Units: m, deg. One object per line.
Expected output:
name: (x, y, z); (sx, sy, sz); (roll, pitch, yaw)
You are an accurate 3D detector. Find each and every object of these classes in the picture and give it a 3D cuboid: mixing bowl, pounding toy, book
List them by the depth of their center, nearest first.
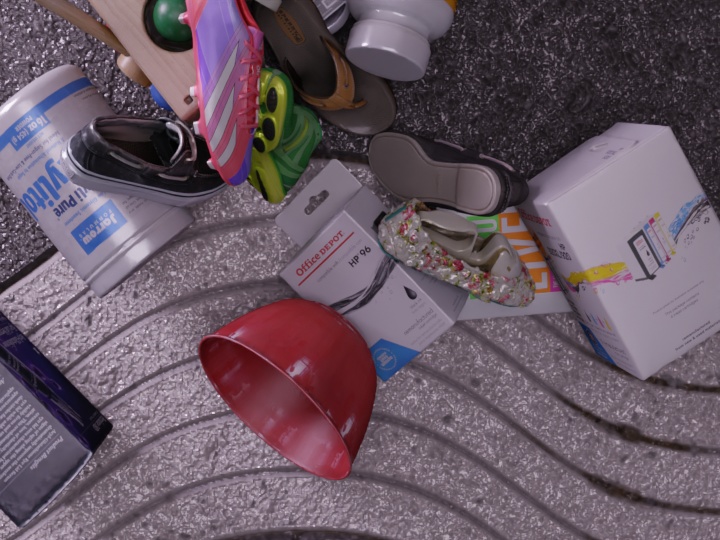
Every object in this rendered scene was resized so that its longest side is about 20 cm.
pounding toy: (-0.202, -0.233, 1.189); (0.142, 0.200, 0.185); (-39, 95, 0)
mixing bowl: (-0.056, 0.104, 1.241); (0.200, 0.200, 0.109); (46, 64, -5)
book: (0.177, -0.020, 1.307); (0.196, 0.048, 0.136); (-5, 97, -6)

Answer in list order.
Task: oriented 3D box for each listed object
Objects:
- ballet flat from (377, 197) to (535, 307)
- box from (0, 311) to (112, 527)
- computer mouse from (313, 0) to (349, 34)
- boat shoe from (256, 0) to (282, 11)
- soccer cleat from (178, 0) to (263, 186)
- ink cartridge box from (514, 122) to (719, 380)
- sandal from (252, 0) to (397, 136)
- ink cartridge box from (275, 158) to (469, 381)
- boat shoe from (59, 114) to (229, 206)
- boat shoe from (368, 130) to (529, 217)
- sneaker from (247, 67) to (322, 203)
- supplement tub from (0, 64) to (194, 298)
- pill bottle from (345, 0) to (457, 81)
ballet flat: (0.108, -0.017, 1.218); (0.198, 0.076, 0.064); (19, 131, -28)
box: (-0.359, 0.137, 1.230); (0.104, 0.148, 0.200); (-44, 96, 0)
computer mouse: (-0.088, -0.322, 1.271); (0.109, 0.044, 0.201); (-37, 90, -5)
boat shoe: (-0.137, -0.330, 1.191); (0.201, 0.071, 0.061); (41, 104, 20)
soccer cleat: (-0.115, -0.178, 1.104); (0.075, 0.067, 0.204); (-7, 102, 8)
ink cartridge box: (0.268, -0.025, 1.223); (0.143, 0.147, 0.202); (-32, 100, -3)
sandal: (-0.037, -0.205, 1.242); (0.081, 0.055, 0.201); (-26, 125, 20)
ink cartridge box: (0.000, 0.000, 1.259); (0.200, 0.068, 0.116); (45, 123, -5)
boat shoe: (-0.187, -0.108, 1.171); (0.071, 0.198, 0.073); (-34, 71, 39)
boat shoe: (0.086, -0.096, 1.245); (0.056, 0.199, 0.068); (-2, 108, -40)
sneaker: (-0.084, -0.145, 1.216); (0.074, 0.201, 0.084); (40, 70, 14)
supplement tub: (-0.274, -0.090, 1.228); (0.131, 0.132, 0.201); (-39, 94, 0)
pill bottle: (0.048, -0.299, 1.225); (0.111, 0.113, 0.203); (16, 81, -4)
